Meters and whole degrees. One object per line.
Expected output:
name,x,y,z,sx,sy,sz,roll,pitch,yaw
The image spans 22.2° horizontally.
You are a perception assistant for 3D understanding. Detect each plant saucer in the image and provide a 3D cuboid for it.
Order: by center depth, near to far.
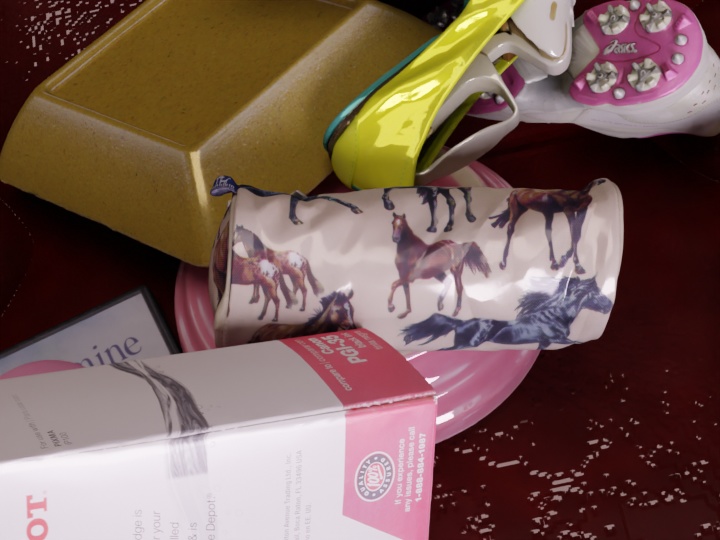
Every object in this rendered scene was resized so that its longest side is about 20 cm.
plant saucer,0.000,0.000,0.951,0.199,0.051,0.201,-3,52,4
plant saucer,-0.081,-0.103,1.000,0.199,0.049,0.200,21,54,42

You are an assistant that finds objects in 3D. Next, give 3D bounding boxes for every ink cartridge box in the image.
ink cartridge box,-0.075,0.114,0.788,0.199,0.147,0.083,-7,24,-23

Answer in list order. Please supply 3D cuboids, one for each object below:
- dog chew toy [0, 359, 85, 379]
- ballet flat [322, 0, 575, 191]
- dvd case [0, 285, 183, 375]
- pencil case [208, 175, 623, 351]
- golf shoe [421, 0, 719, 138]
dog chew toy,-0.154,0.097,0.858,0.199,0.125,0.125,-15,55,-10
ballet flat,0.067,-0.109,0.936,0.067,0.067,0.200,39,80,19
dvd case,-0.135,0.111,0.925,0.142,0.018,0.200,-26,56,-7
pencil case,0.028,-0.006,0.867,0.199,0.078,0.090,-1,46,-3
golf shoe,0.112,-0.103,1.003,0.199,0.091,0.076,13,78,42
